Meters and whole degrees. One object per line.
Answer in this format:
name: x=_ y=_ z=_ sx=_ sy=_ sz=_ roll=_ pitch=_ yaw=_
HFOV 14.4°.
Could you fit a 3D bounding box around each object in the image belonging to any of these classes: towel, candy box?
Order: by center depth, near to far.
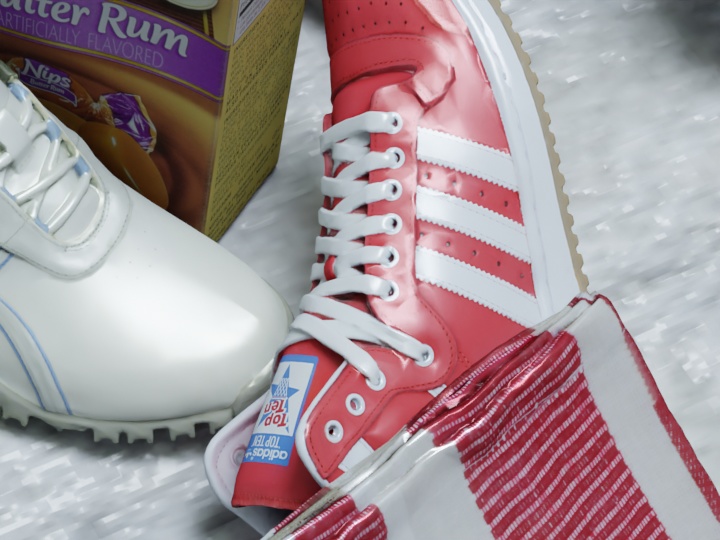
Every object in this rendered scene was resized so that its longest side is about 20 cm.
towel: x=0.031 y=0.115 z=0.761 sx=0.200 sy=0.023 sz=0.144 roll=-37 pitch=104 yaw=-28
candy box: x=-0.074 y=-0.100 z=0.827 sx=0.116 sy=0.200 sz=0.057 roll=29 pitch=55 yaw=12

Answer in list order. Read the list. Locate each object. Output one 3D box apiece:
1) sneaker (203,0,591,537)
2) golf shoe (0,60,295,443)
sneaker: x=0.000 y=0.000 z=0.809 sx=0.112 sy=0.071 sz=0.201 roll=-17 pitch=87 yaw=-27
golf shoe: x=-0.108 y=-0.020 z=0.831 sx=0.199 sy=0.097 sz=0.078 roll=23 pitch=53 yaw=5
